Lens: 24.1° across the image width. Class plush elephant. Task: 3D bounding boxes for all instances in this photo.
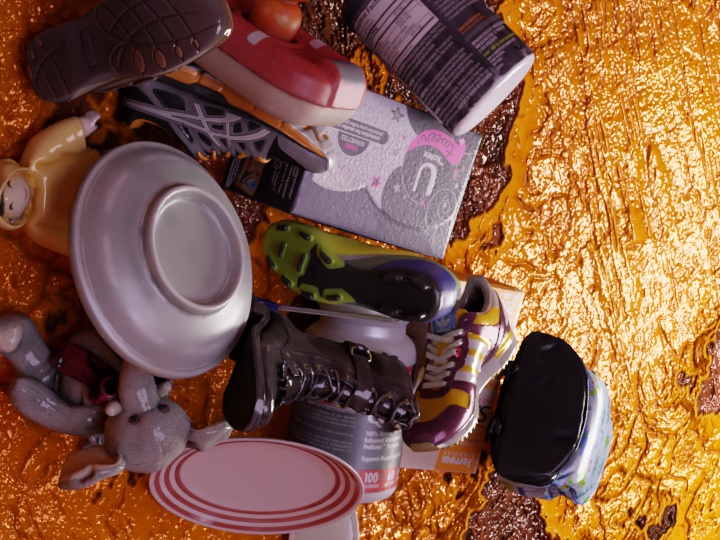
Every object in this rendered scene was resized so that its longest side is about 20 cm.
[{"bbox_3d":[-0.204,0.107,1.437,0.164,0.154,0.202,-24,118,-33],"label":"plush elephant"}]

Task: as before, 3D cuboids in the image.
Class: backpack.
[{"bbox_3d":[0.202,0.175,1.803,0.153,0.200,0.164,16,70,0],"label":"backpack"}]

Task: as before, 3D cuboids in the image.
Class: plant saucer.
[{"bbox_3d":[-0.149,-0.014,1.390,0.199,0.050,0.202,21,62,-45],"label":"plant saucer"}]

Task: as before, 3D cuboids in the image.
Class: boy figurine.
[{"bbox_3d":[-0.242,-0.072,1.412,0.199,0.064,0.125,-1,105,-45],"label":"boy figurine"}]

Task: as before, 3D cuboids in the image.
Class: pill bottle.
[{"bbox_3d":[-0.007,0.113,1.637,0.115,0.115,0.202,-1,104,-41],"label":"pill bottle"},{"bbox_3d":[0.056,-0.228,1.538,0.106,0.106,0.200,-40,83,-24],"label":"pill bottle"}]

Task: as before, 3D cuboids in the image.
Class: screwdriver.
[{"bbox_3d":[-0.061,0.040,1.561,0.198,0.028,0.029,12,105,-8],"label":"screwdriver"}]

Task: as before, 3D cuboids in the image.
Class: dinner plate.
[{"bbox_3d":[-0.095,0.194,1.559,0.200,0.199,0.024,36,45,-41],"label":"dinner plate"}]

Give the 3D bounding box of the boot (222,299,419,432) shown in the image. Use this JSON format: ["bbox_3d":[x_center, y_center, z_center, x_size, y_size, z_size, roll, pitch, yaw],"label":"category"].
[{"bbox_3d":[-0.027,0.098,1.472,0.173,0.200,0.070,22,114,-11],"label":"boot"}]

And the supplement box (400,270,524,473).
[{"bbox_3d":[0.081,0.101,1.737,0.125,0.073,0.202,10,97,-42],"label":"supplement box"}]

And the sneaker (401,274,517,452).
[{"bbox_3d":[0.083,0.088,1.621,0.200,0.074,0.091,-56,131,-47],"label":"sneaker"}]

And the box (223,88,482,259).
[{"bbox_3d":[-0.003,-0.102,1.573,0.199,0.114,0.133,16,93,-43],"label":"box"}]

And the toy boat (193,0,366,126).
[{"bbox_3d":[-0.072,-0.217,1.417,0.131,0.200,0.130,-61,158,17],"label":"toy boat"}]

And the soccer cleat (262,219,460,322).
[{"bbox_3d":[0.000,0.001,1.567,0.084,0.199,0.065,-17,122,-60],"label":"soccer cleat"}]

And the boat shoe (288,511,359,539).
[{"bbox_3d":[-0.033,0.306,1.713,0.060,0.071,0.204,-18,108,-81],"label":"boat shoe"}]

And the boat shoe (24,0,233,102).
[{"bbox_3d":[-0.179,-0.185,1.355,0.072,0.199,0.076,-12,93,-57],"label":"boat shoe"}]

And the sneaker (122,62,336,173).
[{"bbox_3d":[-0.114,-0.126,1.452,0.078,0.199,0.078,-66,174,14],"label":"sneaker"}]
